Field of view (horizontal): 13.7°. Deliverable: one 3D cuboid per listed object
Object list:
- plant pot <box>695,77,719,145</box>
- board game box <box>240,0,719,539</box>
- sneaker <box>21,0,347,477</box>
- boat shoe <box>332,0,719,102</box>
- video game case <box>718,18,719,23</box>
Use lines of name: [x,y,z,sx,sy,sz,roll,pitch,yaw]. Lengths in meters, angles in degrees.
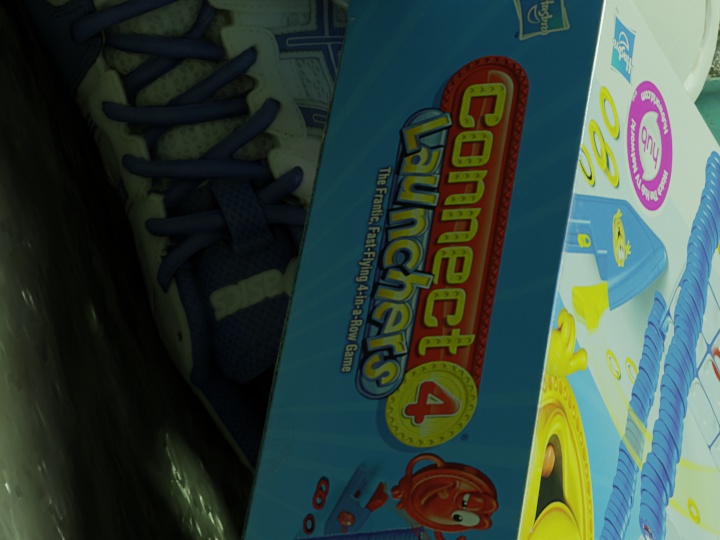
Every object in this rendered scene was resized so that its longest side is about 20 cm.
plant pot: [0.155,0.056,1.243,0.200,0.200,0.196,58,21,-53]
board game box: [0.045,0.075,0.604,0.200,0.056,0.196,50,43,-51]
sneaker: [-0.022,-0.024,0.659,0.088,0.075,0.200,-99,164,-55]
boat shoe: [-0.001,-0.091,0.606,0.200,0.062,0.075,32,66,-44]
video game case: [0.008,-0.128,0.703,0.200,0.018,0.143,42,-20,14]
